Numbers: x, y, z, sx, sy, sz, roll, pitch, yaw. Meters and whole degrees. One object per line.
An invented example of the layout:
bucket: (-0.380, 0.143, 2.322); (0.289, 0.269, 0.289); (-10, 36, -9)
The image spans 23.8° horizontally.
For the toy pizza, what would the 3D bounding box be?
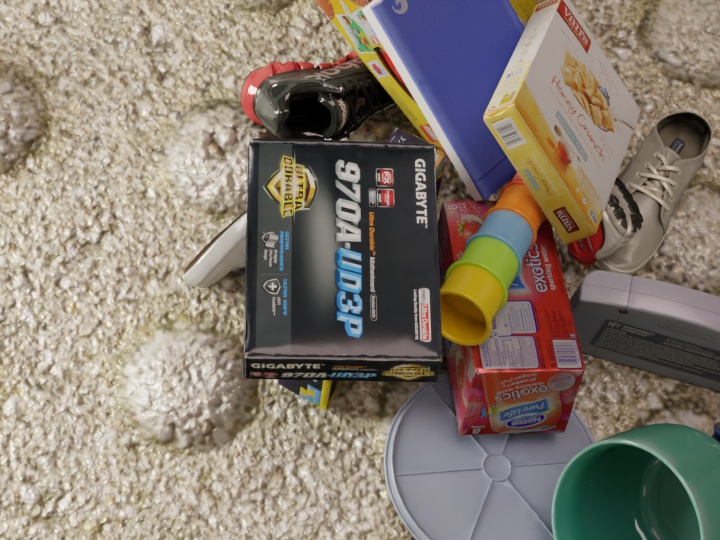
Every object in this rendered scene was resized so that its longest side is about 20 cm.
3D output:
toy pizza: (0.117, 0.179, 1.508); (0.198, 0.032, 0.202); (5, 60, -9)

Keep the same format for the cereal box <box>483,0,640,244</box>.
cereal box: (0.183, -0.139, 1.526); (0.144, 0.039, 0.201); (53, 38, -22)

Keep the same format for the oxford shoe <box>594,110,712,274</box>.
oxford shoe: (0.280, -0.081, 1.649); (0.075, 0.058, 0.201); (33, 66, 3)

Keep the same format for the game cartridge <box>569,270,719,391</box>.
game cartridge: (0.283, 0.056, 1.539); (0.198, 0.133, 0.042); (16, 62, -2)

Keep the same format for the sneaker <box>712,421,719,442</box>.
sneaker: (0.328, 0.218, 1.510); (0.078, 0.076, 0.201); (15, 54, 8)

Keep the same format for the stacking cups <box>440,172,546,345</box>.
stacking cups: (0.125, -0.020, 1.472); (0.060, 0.061, 0.200); (31, 49, 7)

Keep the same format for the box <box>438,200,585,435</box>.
box: (0.126, 0.040, 1.520); (0.099, 0.096, 0.201); (-1, 49, -9)

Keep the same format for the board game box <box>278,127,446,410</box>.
board game box: (0.000, 0.000, 1.502); (0.056, 0.166, 0.201); (28, 63, 8)

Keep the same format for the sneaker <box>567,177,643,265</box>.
sneaker: (0.191, -0.090, 1.632); (0.077, 0.085, 0.201); (24, 34, -43)

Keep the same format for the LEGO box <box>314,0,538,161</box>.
LEGO box: (0.079, -0.227, 1.589); (0.200, 0.077, 0.149); (50, 64, -19)

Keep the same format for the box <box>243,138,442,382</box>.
box: (-0.015, -0.009, 1.385); (0.157, 0.046, 0.202); (2, 62, -4)

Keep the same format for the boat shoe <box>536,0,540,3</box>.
boat shoe: (0.153, -0.267, 1.720); (0.076, 0.072, 0.202); (20, 74, -14)

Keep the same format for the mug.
mug: (0.243, 0.212, 1.439); (0.114, 0.185, 0.153); (-10, 70, -46)

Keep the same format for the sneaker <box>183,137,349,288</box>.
sneaker: (-0.066, -0.032, 1.561); (0.199, 0.073, 0.085); (-37, 96, -13)

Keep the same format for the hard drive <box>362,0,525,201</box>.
hard drive: (0.101, -0.183, 1.538); (0.132, 0.025, 0.201); (-40, 107, -27)

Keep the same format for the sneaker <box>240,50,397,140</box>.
sneaker: (-0.009, -0.166, 1.620); (0.199, 0.071, 0.098); (-14, 33, -13)
